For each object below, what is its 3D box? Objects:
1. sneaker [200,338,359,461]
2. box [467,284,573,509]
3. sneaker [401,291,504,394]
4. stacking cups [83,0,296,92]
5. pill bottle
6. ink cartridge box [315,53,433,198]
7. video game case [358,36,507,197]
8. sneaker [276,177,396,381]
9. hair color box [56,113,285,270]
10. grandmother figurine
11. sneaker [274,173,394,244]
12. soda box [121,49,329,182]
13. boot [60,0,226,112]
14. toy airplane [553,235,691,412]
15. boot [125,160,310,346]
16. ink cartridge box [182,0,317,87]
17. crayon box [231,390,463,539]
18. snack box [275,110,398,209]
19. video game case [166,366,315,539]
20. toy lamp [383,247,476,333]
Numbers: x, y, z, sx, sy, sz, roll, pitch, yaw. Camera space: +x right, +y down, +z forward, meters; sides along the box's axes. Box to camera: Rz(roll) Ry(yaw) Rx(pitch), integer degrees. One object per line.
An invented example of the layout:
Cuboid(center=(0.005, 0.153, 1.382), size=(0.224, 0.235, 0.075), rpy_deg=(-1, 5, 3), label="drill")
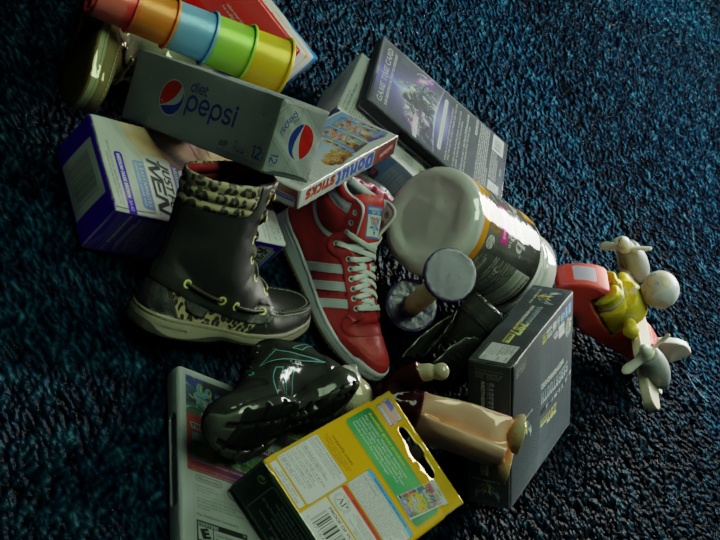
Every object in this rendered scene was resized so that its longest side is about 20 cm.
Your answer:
Cuboid(center=(-0.082, 0.107, 1.333), size=(0.079, 0.076, 0.199), rpy_deg=(45, 25, 18), label="sneaker")
Cuboid(center=(0.164, 0.125, 1.570), size=(0.200, 0.051, 0.159), rpy_deg=(-39, 133, -57), label="box")
Cuboid(center=(0.103, 0.084, 1.602), size=(0.060, 0.104, 0.200), rpy_deg=(39, -7, 19), label="sneaker")
Cuboid(center=(-0.162, -0.220, 1.447), size=(0.198, 0.061, 0.061), rpy_deg=(16, 45, -22), label="stacking cups")
Cuboid(center=(0.122, -0.025, 1.632), size=(0.200, 0.116, 0.117), rpy_deg=(27, 38, -52), label="pill bottle")
Cuboid(center=(0.038, -0.125, 1.716), size=(0.200, 0.076, 0.137), rpy_deg=(40, 34, -13), label="ink cartridge box")
Cuboid(center=(0.085, -0.161, 1.725), size=(0.200, 0.019, 0.143), rpy_deg=(38, 33, -17), label="video game case")
Cuboid(center=(0.000, 0.000, 1.514), size=(0.071, 0.112, 0.201), rpy_deg=(1, 57, -60), label="sneaker")
Cuboid(center=(-0.172, -0.066, 1.423), size=(0.199, 0.065, 0.110), rpy_deg=(13, 48, -45), label="hair color box")
Cuboid(center=(0.052, 0.134, 1.443), size=(0.198, 0.122, 0.061), rpy_deg=(16, 24, -2), label="grandmother figurine")
Cuboid(center=(-0.037, -0.097, 1.614), size=(0.199, 0.079, 0.096), rpy_deg=(29, 27, -31), label="sneaker")
Cuboid(center=(-0.124, -0.140, 1.386), size=(0.199, 0.069, 0.063), rpy_deg=(22, 8, 39), label="soda box")
Cuboid(center=(-0.206, -0.193, 1.500), size=(0.154, 0.072, 0.201), rpy_deg=(35, 33, -25), label="boot")
Cuboid(center=(0.327, 0.056, 1.825), size=(0.201, 0.141, 0.199), rpy_deg=(56, 33, 9), label="toy airplane")
Cuboid(center=(-0.105, -0.015, 1.370), size=(0.199, 0.152, 0.073), rpy_deg=(4, 21, -42), label="boot")
Cuboid(center=(-0.115, -0.246, 1.591), size=(0.116, 0.067, 0.200), rpy_deg=(51, 7, 0), label="ink cartridge box")
Cuboid(center=(-0.007, 0.195, 1.336), size=(0.126, 0.052, 0.199), rpy_deg=(56, 35, 8), label="crayon box")
Cuboid(center=(-0.039, -0.111, 1.513), size=(0.071, 0.025, 0.200), rpy_deg=(25, 29, 20), label="snack box")
Cuboid(center=(-0.079, 0.190, 1.324), size=(0.199, 0.023, 0.183), rpy_deg=(25, 41, -32), label="video game case")
Cuboid(center=(0.062, 0.023, 1.513), size=(0.058, 0.200, 0.059), rpy_deg=(3, 76, -12), label="toy lamp")
